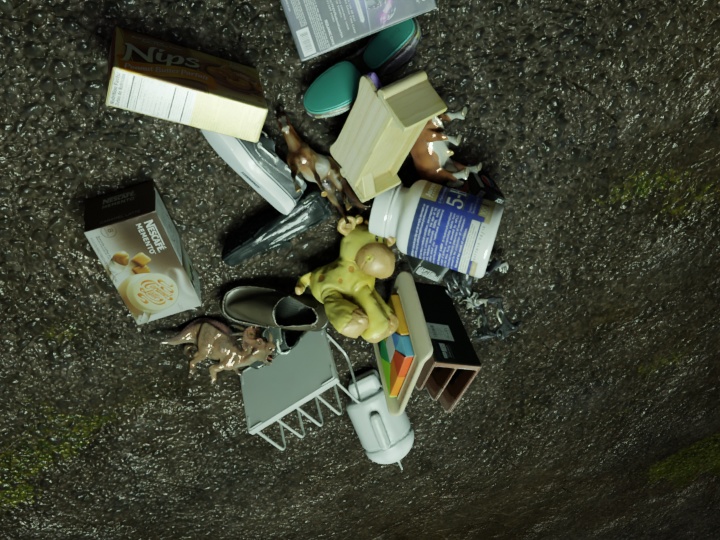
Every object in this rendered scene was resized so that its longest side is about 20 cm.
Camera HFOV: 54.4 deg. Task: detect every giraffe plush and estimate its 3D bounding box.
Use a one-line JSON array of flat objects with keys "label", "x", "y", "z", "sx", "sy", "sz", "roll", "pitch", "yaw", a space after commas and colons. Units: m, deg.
[{"label": "giraffe plush", "x": 0.000, "y": 0.000, "z": 1.188, "sx": 0.165, "sy": 0.198, "sz": 0.172, "roll": -58, "pitch": 163, "yaw": 14}]

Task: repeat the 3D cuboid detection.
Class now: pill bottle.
[{"label": "pill bottle", "x": 0.118, "y": -0.075, "z": 1.111, "sx": 0.195, "sy": 0.121, "sz": 0.122, "roll": 18, "pitch": 131, "yaw": 10}]

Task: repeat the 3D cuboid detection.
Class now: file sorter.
[{"label": "file sorter", "x": -0.112, "y": 0.228, "z": 1.349, "sx": 0.197, "sy": 0.141, "sz": 0.125, "roll": -32, "pitch": 135, "yaw": 11}]

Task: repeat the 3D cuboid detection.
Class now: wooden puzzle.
[{"label": "wooden puzzle", "x": 0.066, "y": 0.134, "z": 1.275, "sx": 0.036, "sy": 0.188, "sz": 0.202, "roll": 2, "pitch": 139, "yaw": -18}]

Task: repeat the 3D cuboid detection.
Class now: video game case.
[{"label": "video game case", "x": -0.011, "y": -0.377, "z": 0.907, "sx": 0.195, "sy": 0.019, "sz": 0.146, "roll": -21, "pitch": 117, "yaw": 0}]

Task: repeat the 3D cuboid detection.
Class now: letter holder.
[{"label": "letter holder", "x": 0.123, "y": 0.147, "z": 1.312, "sx": 0.098, "sy": 0.203, "sz": 0.144, "roll": 8, "pitch": 129, "yaw": -24}]

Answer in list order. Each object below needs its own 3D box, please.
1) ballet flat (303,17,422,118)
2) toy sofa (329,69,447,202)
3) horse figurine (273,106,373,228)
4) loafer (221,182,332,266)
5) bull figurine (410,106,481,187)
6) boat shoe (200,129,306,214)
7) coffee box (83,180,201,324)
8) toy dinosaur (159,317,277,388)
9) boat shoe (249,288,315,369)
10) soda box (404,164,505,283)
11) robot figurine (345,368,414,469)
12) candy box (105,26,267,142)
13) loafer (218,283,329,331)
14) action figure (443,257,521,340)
[{"label": "ballet flat", "x": 0.009, "y": -0.278, "z": 0.996, "sx": 0.198, "sy": 0.073, "sz": 0.072, "roll": -36, "pitch": 132, "yaw": 13}, {"label": "toy sofa", "x": 0.034, "y": -0.196, "z": 0.994, "sx": 0.082, "sy": 0.099, "sz": 0.201, "roll": -28, "pitch": 166, "yaw": -28}, {"label": "horse figurine", "x": -0.060, "y": -0.145, "z": 1.064, "sx": 0.050, "sy": 0.135, "sz": 0.198, "roll": -36, "pitch": 144, "yaw": 20}, {"label": "loafer", "x": -0.135, "y": -0.061, "z": 1.133, "sx": 0.198, "sy": 0.069, "sz": 0.071, "roll": -32, "pitch": 124, "yaw": 6}, {"label": "bull figurine", "x": 0.110, "y": -0.202, "z": 1.078, "sx": 0.119, "sy": 0.066, "sz": 0.201, "roll": 13, "pitch": 154, "yaw": 31}, {"label": "boat shoe", "x": -0.155, "y": -0.173, "z": 1.034, "sx": 0.200, "sy": 0.071, "sz": 0.068, "roll": 45, "pitch": 74, "yaw": -27}, {"label": "coffee box", "x": -0.334, "y": -0.024, "z": 1.091, "sx": 0.111, "sy": 0.081, "sz": 0.203, "roll": -16, "pitch": 134, "yaw": -4}, {"label": "toy dinosaur", "x": -0.249, "y": 0.126, "z": 1.255, "sx": 0.196, "sy": 0.086, "sz": 0.138, "roll": 24, "pitch": 111, "yaw": -10}, {"label": "boat shoe", "x": -0.148, "y": 0.120, "z": 1.292, "sx": 0.071, "sy": 0.069, "sz": 0.200, "roll": 27, "pitch": 120, "yaw": -35}, {"label": "soda box", "x": 0.158, "y": -0.078, "z": 1.214, "sx": 0.062, "sy": 0.072, "sz": 0.201, "roll": 18, "pitch": 123, "yaw": -32}, {"label": "robot figurine", "x": 0.041, "y": 0.311, "z": 1.452, "sx": 0.110, "sy": 0.170, "sz": 0.204, "roll": -23, "pitch": 96, "yaw": 8}, {"label": "candy box", "x": -0.225, "y": -0.241, "z": 0.912, "sx": 0.195, "sy": 0.117, "sz": 0.056, "roll": 10, "pitch": 127, "yaw": -26}, {"label": "loafer", "x": -0.149, "y": 0.061, "z": 1.198, "sx": 0.194, "sy": 0.075, "sz": 0.071, "roll": 5, "pitch": 176, "yaw": 3}, {"label": "action figure", "x": 0.217, "y": 0.029, "z": 1.310, "sx": 0.117, "sy": 0.102, "sz": 0.203, "roll": -24, "pitch": 98, "yaw": 42}]
